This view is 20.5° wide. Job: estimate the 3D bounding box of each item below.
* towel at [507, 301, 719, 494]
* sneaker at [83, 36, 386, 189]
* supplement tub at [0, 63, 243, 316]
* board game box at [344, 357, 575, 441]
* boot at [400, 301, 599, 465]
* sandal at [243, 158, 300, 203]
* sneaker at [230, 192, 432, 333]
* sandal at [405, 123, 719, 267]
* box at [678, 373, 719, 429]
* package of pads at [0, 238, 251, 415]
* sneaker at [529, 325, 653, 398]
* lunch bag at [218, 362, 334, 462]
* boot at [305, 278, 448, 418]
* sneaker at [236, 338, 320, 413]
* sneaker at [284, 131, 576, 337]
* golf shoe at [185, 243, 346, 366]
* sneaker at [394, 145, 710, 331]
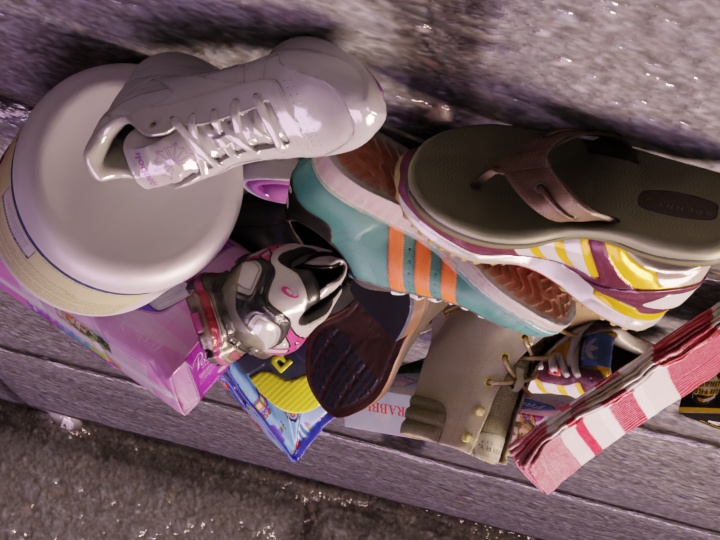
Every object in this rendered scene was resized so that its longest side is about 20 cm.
[{"bbox_3d":[0.204,0.095,1.467,0.023,0.200,0.144,56,-177,20],"label":"towel"},{"bbox_3d":[-0.073,-0.078,1.134,0.200,0.100,0.075,-2,127,40],"label":"sneaker"},{"bbox_3d":[-0.166,-0.047,1.307,0.145,0.145,0.200,18,168,-14],"label":"supplement tub"},{"bbox_3d":[0.121,0.114,1.746,0.200,0.041,0.199,7,-169,31],"label":"board game box"},{"bbox_3d":[0.118,0.066,1.442,0.200,0.155,0.072,5,165,46],"label":"boot"},{"bbox_3d":[0.010,-0.042,1.339,0.202,0.050,0.082,5,167,32],"label":"sandal"},{"bbox_3d":[0.000,0.000,1.478,0.200,0.075,0.106,23,168,-27],"label":"sneaker"},{"bbox_3d":[0.126,-0.053,1.128,0.200,0.080,0.057,6,150,9],"label":"sandal"},{"bbox_3d":[0.390,0.127,1.656,0.200,0.049,0.160,22,168,-29],"label":"box"},{"bbox_3d":[-0.168,0.003,1.458,0.200,0.121,0.076,31,157,23],"label":"package of pads"},{"bbox_3d":[0.160,0.066,1.587,0.199,0.075,0.090,10,162,-9],"label":"sneaker"},{"bbox_3d":[-0.111,0.054,1.729,0.200,0.094,0.151,41,-174,-48],"label":"lunch bag"},{"bbox_3d":[0.029,0.035,1.426,0.075,0.097,0.200,52,146,13],"label":"boot"},{"bbox_3d":[-0.091,0.023,1.544,0.200,0.074,0.082,54,-169,1],"label":"sneaker"},{"bbox_3d":[0.043,-0.014,1.270,0.200,0.071,0.080,35,135,-9],"label":"sneaker"},{"bbox_3d":[-0.046,0.019,1.320,0.092,0.073,0.200,-17,-176,12],"label":"golf shoe"},{"bbox_3d":[0.120,-0.038,1.213,0.200,0.075,0.090,22,144,-13],"label":"sneaker"}]
